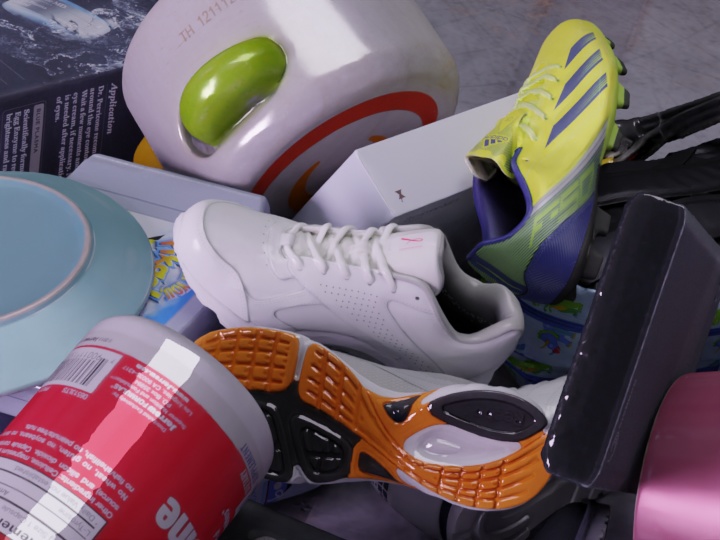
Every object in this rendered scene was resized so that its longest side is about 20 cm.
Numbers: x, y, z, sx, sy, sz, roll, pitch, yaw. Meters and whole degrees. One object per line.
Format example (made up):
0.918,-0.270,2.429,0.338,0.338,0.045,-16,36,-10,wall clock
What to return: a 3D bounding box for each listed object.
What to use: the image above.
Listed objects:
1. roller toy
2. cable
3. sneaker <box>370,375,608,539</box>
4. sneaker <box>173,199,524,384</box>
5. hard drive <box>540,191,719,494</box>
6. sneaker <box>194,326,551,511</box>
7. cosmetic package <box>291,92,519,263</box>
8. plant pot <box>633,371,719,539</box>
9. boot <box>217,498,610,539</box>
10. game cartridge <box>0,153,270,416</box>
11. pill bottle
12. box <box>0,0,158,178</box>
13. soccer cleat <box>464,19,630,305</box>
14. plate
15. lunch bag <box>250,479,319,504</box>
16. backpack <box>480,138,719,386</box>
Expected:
-0.046,-0.114,1.359,0.182,0.200,0.140,-25,68,-21,roller toy
0.194,-0.080,1.476,0.199,0.051,0.097,-15,-2,39,cable
0.095,0.091,1.256,0.080,0.077,0.199,25,33,38,sneaker
0.000,0.000,1.182,0.199,0.099,0.078,22,47,-20,sneaker
0.143,0.043,1.144,0.033,0.141,0.200,19,-1,17,hard drive
0.005,0.078,1.158,0.199,0.076,0.092,15,1,8,sneaker
0.043,-0.041,1.367,0.199,0.151,0.052,-22,77,-40,cosmetic package
0.242,0.127,1.141,0.178,0.201,0.200,7,29,24,plant pot
0.016,0.154,1.130,0.199,0.066,0.165,14,40,11,boot
-0.134,0.009,1.218,0.132,0.041,0.200,17,41,17,game cartridge
-0.138,0.127,1.047,0.112,0.113,0.200,26,60,24,pill bottle
-0.221,-0.124,1.459,0.199,0.118,0.196,-19,42,-40,box
0.103,-0.073,1.285,0.083,0.065,0.201,19,54,-13,soccer cleat
-0.209,-0.003,1.188,0.198,0.026,0.201,-1,38,1,plate
-0.110,0.061,1.239,0.159,0.076,0.200,-13,37,-26,lunch bag
0.168,0.004,1.360,0.199,0.154,0.163,1,39,-39,backpack
